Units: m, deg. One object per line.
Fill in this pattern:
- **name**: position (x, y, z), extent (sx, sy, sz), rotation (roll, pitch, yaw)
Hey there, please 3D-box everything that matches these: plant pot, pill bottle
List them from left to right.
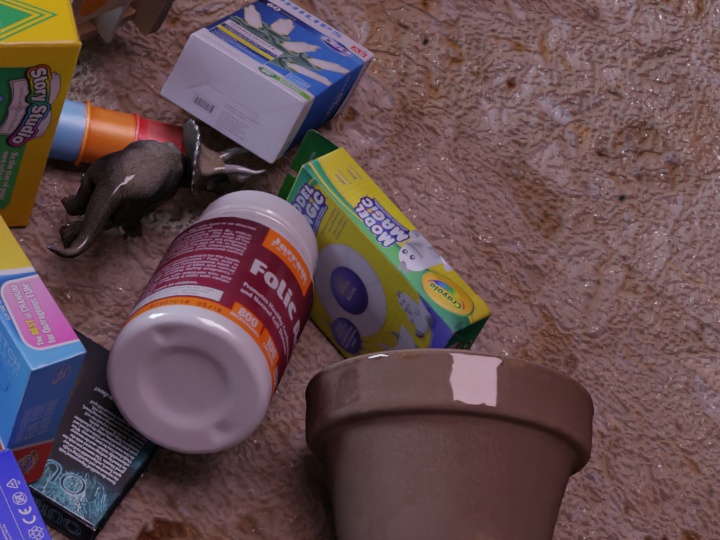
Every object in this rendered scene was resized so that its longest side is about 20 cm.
- **pill bottle**: position (-0.096, 0.030, 1.489), extent (0.114, 0.114, 0.200), rotation (25, 32, -2)
- **plant pot**: position (0.056, 0.165, 1.435), extent (0.200, 0.200, 0.175), rotation (11, 66, -14)

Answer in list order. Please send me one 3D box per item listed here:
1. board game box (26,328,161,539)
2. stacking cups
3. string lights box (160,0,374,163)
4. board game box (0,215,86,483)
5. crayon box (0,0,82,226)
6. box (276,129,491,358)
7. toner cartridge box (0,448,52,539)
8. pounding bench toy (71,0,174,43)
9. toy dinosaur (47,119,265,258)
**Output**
- **board game box**: position (-0.236, 0.088, 1.463), extent (0.200, 0.028, 0.135), rotation (32, 48, 3)
- **stacking cups**: position (-0.231, -0.113, 1.606), extent (0.200, 0.061, 0.061), rotation (7, 51, -18)
- **string lights box**: position (-0.069, -0.154, 1.657), extent (0.103, 0.059, 0.200), rotation (32, 22, 4)
- **board game box**: position (-0.258, 0.025, 1.383), extent (0.040, 0.153, 0.200), rotation (-20, 62, -33)
- **crayon box**: position (-0.301, -0.110, 1.480), extent (0.172, 0.200, 0.058), rotation (-4, 54, -25)
- **box**: position (0.000, 0.000, 1.574), extent (0.048, 0.117, 0.200), rotation (-25, 65, -37)
- **toner cartridge box**: position (-0.209, 0.221, 1.323), extent (0.043, 0.095, 0.200), rotation (-12, 58, -30)
- **pounding bench toy**: position (-0.251, -0.268, 1.619), extent (0.200, 0.124, 0.156), rotation (48, 47, 12)
- **toy dinosaur**: position (-0.169, -0.064, 1.546), extent (0.077, 0.102, 0.200), rotation (57, 32, 10)
